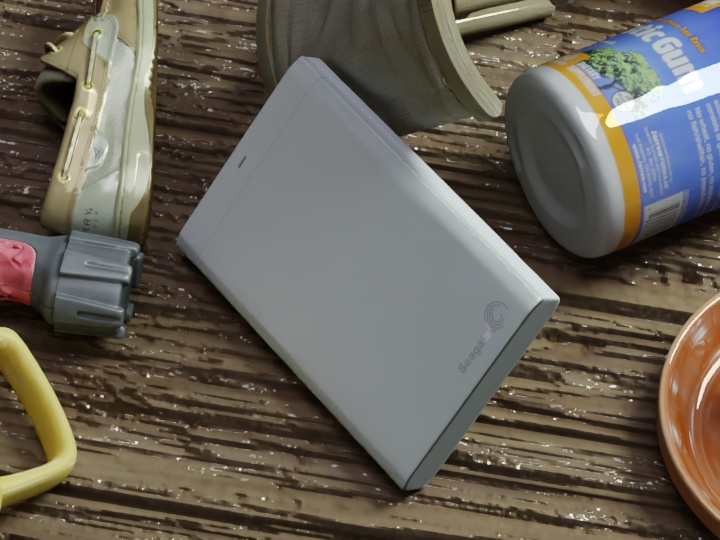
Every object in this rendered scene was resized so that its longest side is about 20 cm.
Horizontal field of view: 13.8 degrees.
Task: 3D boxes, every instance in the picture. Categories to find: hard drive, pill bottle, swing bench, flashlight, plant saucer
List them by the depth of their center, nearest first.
[{"bbox_3d":[0.000,0.000,1.566,0.200,0.132,0.026,46,24,27],"label":"hard drive"},{"bbox_3d":[0.256,0.085,1.573,0.200,0.032,0.201,2,52,-2],"label":"plant saucer"},{"bbox_3d":[-0.221,-0.001,1.582,0.200,0.068,0.068,10,79,2],"label":"flashlight"},{"bbox_3d":[0.056,-0.167,1.623,0.200,0.199,0.130,-35,102,-27],"label":"swing bench"},{"bbox_3d":[0.191,-0.091,1.650,0.200,0.112,0.112,-23,58,-20],"label":"pill bottle"}]

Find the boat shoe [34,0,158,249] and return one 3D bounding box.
[{"bbox_3d":[-0.149,-0.103,1.658,0.066,0.074,0.200,3,53,-9],"label":"boat shoe"}]

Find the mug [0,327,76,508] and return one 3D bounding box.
[{"bbox_3d":[-0.237,0.082,1.473,0.186,0.149,0.153,-26,67,-14],"label":"mug"}]
